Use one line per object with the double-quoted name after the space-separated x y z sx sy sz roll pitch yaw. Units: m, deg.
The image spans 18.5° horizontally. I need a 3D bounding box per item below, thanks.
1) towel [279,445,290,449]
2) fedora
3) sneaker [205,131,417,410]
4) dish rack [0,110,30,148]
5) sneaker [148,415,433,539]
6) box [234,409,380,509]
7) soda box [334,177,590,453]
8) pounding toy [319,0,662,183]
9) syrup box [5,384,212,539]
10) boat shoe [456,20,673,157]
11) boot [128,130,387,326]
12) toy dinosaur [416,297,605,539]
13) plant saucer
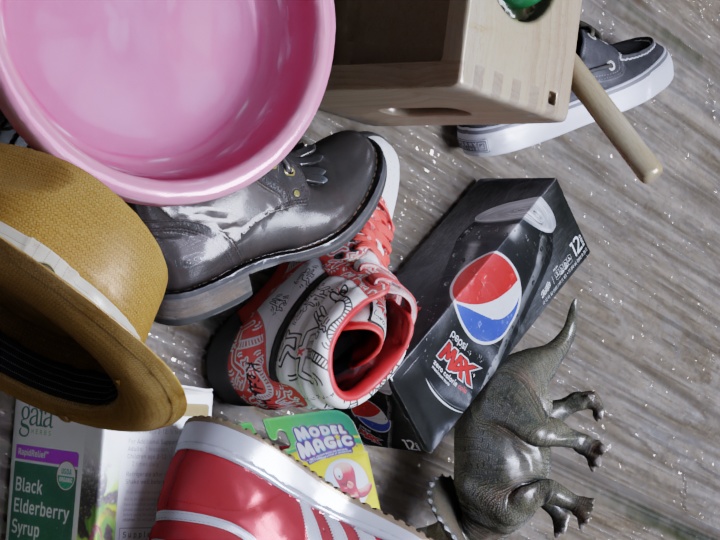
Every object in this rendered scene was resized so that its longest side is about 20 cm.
-0.048 0.195 1.258 0.144 0.022 0.200 -3 75 -34 "towel"
-0.159 -0.002 1.072 0.201 0.200 0.082 49 59 -36 "fedora"
0.000 0.001 1.302 0.067 0.108 0.201 54 55 -34 "sneaker"
-0.186 -0.143 1.137 0.200 0.055 0.154 48 60 -37 "dish rack"
-0.030 0.172 1.167 0.200 0.071 0.113 33 62 -21 "sneaker"
-0.038 0.181 1.229 0.117 0.048 0.200 -5 78 -34 "box"
0.061 0.024 1.394 0.200 0.071 0.063 -49 125 -33 "soda box"
0.068 -0.154 1.300 0.142 0.200 0.184 13 83 -47 "pounding toy"
-0.138 0.157 1.183 0.081 0.079 0.200 5 89 -46 "syrup box"
0.135 -0.134 1.475 0.200 0.070 0.066 -23 110 -36 "boat shoe"
-0.069 -0.080 1.224 0.200 0.069 0.174 -37 131 -34 "boot"
0.097 0.108 1.379 0.102 0.077 0.200 18 88 -9 "toy dinosaur"
-0.109 -0.130 1.117 0.200 0.051 0.201 4 82 -31 "plant saucer"
